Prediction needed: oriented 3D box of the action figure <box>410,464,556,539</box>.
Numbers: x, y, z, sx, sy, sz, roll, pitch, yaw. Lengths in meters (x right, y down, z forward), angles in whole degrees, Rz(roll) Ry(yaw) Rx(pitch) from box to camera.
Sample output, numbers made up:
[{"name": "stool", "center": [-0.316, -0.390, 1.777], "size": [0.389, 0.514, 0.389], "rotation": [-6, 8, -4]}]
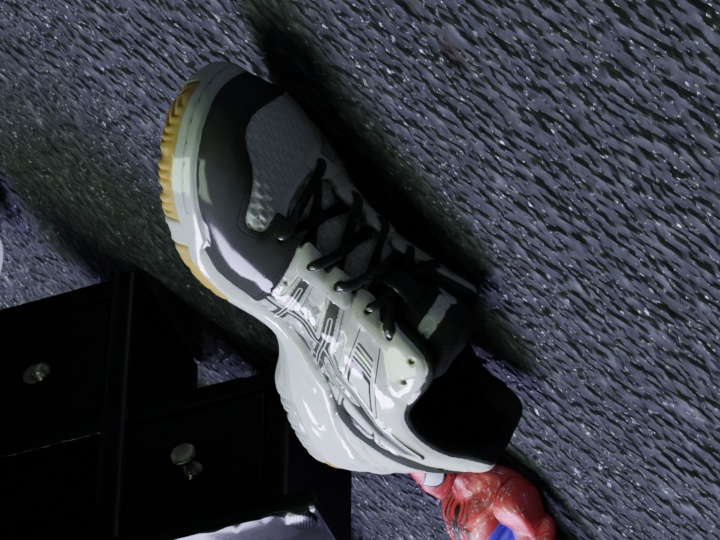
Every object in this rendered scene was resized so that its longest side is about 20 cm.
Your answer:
[{"name": "action figure", "center": [0.076, 0.138, 1.214], "size": [0.200, 0.052, 0.065], "rotation": [56, 163, -26]}]

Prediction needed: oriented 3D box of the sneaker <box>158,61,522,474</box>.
[{"name": "sneaker", "center": [0.000, 0.000, 1.055], "size": [0.087, 0.076, 0.200], "rotation": [8, 146, 35]}]

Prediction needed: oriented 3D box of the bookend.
[{"name": "bookend", "center": [-0.094, 0.079, 1.342], "size": [0.199, 0.200, 0.092], "rotation": [-14, 136, 16]}]

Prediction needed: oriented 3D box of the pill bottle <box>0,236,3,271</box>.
[{"name": "pill bottle", "center": [-0.278, -0.043, 1.485], "size": [0.200, 0.111, 0.111], "rotation": [36, 161, 24]}]
